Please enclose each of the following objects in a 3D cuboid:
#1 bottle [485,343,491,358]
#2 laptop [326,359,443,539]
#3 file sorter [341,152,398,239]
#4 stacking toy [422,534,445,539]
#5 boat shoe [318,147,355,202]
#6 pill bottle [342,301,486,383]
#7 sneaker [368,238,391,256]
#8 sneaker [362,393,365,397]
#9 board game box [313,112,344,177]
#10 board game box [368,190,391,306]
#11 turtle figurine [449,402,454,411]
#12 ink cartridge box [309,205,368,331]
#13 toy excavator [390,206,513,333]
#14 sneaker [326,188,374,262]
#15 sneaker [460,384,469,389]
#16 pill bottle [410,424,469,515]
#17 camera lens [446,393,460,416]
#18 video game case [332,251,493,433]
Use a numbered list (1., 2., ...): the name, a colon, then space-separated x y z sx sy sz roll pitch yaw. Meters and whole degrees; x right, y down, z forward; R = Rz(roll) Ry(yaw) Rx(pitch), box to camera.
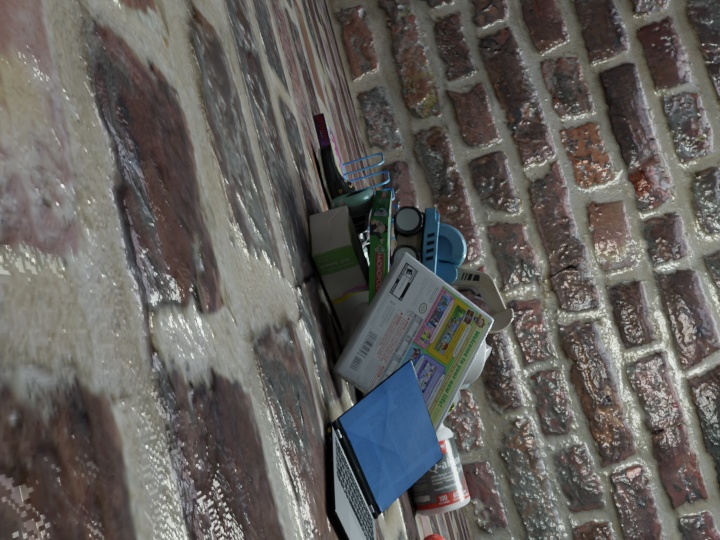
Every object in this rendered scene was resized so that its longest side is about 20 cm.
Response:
1. bottle: 0.129 0.095 1.237 0.200 0.083 0.065 35 -43 22
2. laptop: 0.041 0.253 0.869 0.200 0.115 0.188 -97 169 -56
3. file sorter: 0.025 -0.174 1.786 0.139 0.122 0.201 -87 161 -70
4. stacking toy: 0.166 0.598 1.366 0.085 0.085 0.201 27 42 -82
5. boat shoe: -0.038 -0.153 1.455 0.074 0.063 0.202 -40 113 -81
6. pill bottle: 0.083 0.117 1.106 0.114 0.199 0.115 -170 -90 -68
7. sneaker: 0.000 0.000 1.356 0.200 0.112 0.078 39 -1 33
8. sneaker: 0.060 0.252 1.205 0.073 0.084 0.200 -97 167 -47
9. board game box: -0.061 -0.238 1.621 0.120 0.032 0.201 70 6 -71
10. board game box: 0.032 -0.040 1.121 0.200 0.029 0.135 -78 168 -72
11. turtle figurine: 0.084 0.197 1.193 0.161 0.064 0.200 21 29 -39
12. ink cartridge box: -0.019 0.012 1.159 0.117 0.067 0.201 -98 170 -53
13. toy excavator: 0.148 -0.003 1.164 0.100 0.199 0.195 72 22 -78
14. sneaker: -0.003 -0.056 1.233 0.200 0.077 0.141 144 -72 -79
15. sneaker: 0.208 0.172 1.421 0.072 0.072 0.200 59 -21 27
16. pill bottle: 0.147 0.392 1.492 0.116 0.115 0.201 44 30 -78
17. camera lens: 0.095 0.172 1.360 0.160 0.159 0.201 -95 168 -61
18. video game case: 0.080 0.106 1.031 0.182 0.200 0.022 36 -18 -18
